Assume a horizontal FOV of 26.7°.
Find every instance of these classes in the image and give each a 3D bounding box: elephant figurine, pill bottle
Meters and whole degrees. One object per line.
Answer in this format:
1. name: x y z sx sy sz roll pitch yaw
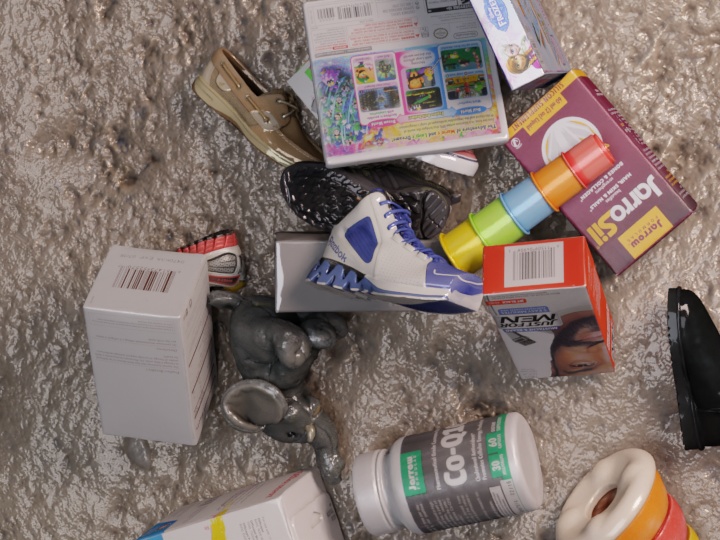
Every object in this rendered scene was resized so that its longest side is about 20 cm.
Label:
1. elephant figurine: -0.095 0.138 1.763 0.155 0.141 0.202 37 123 45
2. pill bottle: 0.099 0.235 1.721 0.198 0.113 0.114 -15 93 17

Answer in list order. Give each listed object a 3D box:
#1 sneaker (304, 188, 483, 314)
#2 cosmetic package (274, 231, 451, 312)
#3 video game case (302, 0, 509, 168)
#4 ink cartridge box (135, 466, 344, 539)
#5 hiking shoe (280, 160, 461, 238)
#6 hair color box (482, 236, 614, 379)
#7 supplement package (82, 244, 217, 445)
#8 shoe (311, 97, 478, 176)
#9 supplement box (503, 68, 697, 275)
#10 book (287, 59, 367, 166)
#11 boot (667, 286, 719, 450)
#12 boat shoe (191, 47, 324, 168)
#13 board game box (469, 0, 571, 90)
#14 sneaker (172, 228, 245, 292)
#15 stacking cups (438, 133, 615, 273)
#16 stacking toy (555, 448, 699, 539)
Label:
1. sneaker: 0.035 -0.024 1.575 0.198 0.080 0.116 10 82 36
2. cosmetic package: 0.000 0.000 1.696 0.198 0.107 0.091 -3 98 -1
3. video game case: 0.047 -0.211 1.625 0.198 0.024 0.184 -8 79 -4
4. ink cartridge box: -0.133 0.339 1.784 0.198 0.147 0.146 -19 91 18
5. hiking shoe: 0.010 -0.081 1.697 0.198 0.101 0.076 14 107 14
6. hair color box: 0.204 0.044 1.623 0.110 0.200 0.064 -6 60 17
7. supplement package: -0.238 0.087 1.751 0.116 0.118 0.201 6 129 7
8. shoe: 0.049 -0.179 1.660 0.199 0.071 0.092 25 97 12
9. supplement box: 0.258 -0.107 1.645 0.110 0.086 0.200 -42 85 16
10. book: 0.029 -0.235 1.718 0.200 0.048 0.134 -42 83 15
11. boot: 0.419 0.106 1.632 0.161 0.073 0.200 -7 102 19
12. boat shoe: -0.106 -0.180 1.750 0.200 0.071 0.065 39 106 10
13. board game box: 0.151 -0.288 1.595 0.041 0.199 0.201 -25 89 18
14. sneaker: -0.227 0.023 1.809 0.199 0.078 0.083 -21 95 19
15. stacking cups: 0.180 -0.067 1.598 0.199 0.060 0.061 -34 87 14
16. stacking toy: 0.327 0.308 1.676 0.200 0.146 0.146 41 107 -12
